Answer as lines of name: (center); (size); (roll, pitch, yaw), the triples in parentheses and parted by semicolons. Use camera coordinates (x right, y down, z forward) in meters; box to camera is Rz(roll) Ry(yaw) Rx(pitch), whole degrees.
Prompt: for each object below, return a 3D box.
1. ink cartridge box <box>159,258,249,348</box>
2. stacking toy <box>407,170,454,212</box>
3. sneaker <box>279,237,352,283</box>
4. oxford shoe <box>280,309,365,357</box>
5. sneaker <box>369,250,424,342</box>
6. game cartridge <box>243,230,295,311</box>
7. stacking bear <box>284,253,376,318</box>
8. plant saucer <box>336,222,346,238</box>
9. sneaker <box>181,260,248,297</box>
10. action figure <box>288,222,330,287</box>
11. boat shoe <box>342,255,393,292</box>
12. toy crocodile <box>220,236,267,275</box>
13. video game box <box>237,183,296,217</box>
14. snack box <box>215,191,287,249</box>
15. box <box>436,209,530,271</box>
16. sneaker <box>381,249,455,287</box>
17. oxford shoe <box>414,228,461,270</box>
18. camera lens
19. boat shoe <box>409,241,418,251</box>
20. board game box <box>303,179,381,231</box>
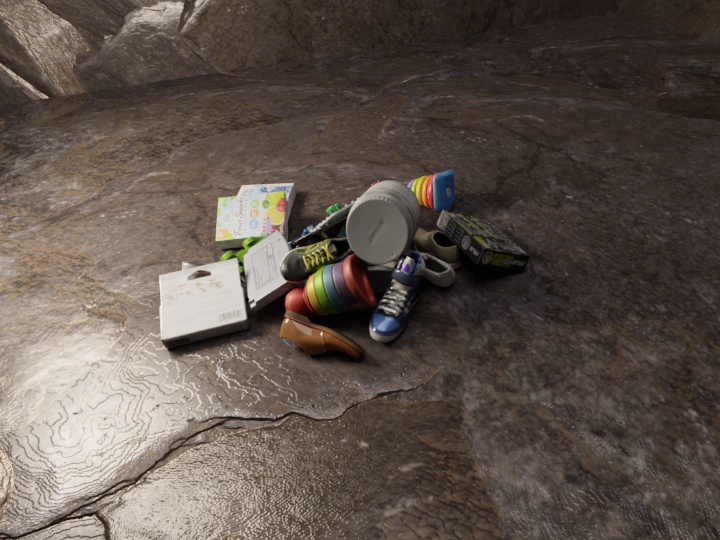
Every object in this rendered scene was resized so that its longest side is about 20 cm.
ink cartridge box: (-0.368, 0.073, 1.258); (0.194, 0.044, 0.177); (-12, 56, -8)
stacking toy: (0.176, -0.234, 1.592); (0.196, 0.113, 0.115); (8, 22, 37)
sneaker: (-0.098, -0.036, 1.235); (0.197, 0.076, 0.084); (-27, 0, -38)
oxford shoe: (-0.083, 0.152, 1.149); (0.195, 0.071, 0.073); (19, 80, 18)
sneaker: (0.081, 0.042, 1.178); (0.079, 0.150, 0.200); (21, 42, 21)
game cartridge: (-0.217, -0.005, 1.299); (0.132, 0.041, 0.202); (-33, 41, 11)
stacking bear: (-0.081, 0.053, 1.210); (0.196, 0.113, 0.125); (-23, 67, 19)
plant saucer: (0.018, -0.123, 1.458); (0.199, 0.039, 0.203); (-37, 23, 18)
sneaker: (-0.352, 0.040, 1.331); (0.194, 0.083, 0.070); (17, 5, 0)
action figure: (-0.151, -0.031, 1.396); (0.196, 0.106, 0.195); (-23, 22, 27)
boat shoe: (0.000, 0.000, 1.317); (0.193, 0.072, 0.092); (-3, 38, 7)
toy crocodile: (-0.310, -0.030, 1.423); (0.068, 0.062, 0.199); (50, 53, 1)
video game box: (-0.301, -0.201, 1.657); (0.176, 0.048, 0.203); (-4, 37, 7)
snack box: (-0.306, -0.143, 1.529); (0.193, 0.053, 0.146); (-5, 62, 2)
box: (0.303, -0.076, 1.341); (0.156, 0.045, 0.201); (6, 29, -30)
sneaker: (0.130, -0.020, 1.284); (0.194, 0.089, 0.077); (13, 77, 17)
oxford shoe: (0.189, -0.079, 1.390); (0.070, 0.076, 0.199); (-27, 41, -27)
camera lens: (0.056, -0.115, 1.248); (0.155, 0.165, 0.200); (3, 19, 13)
boat shoe: (0.104, -0.074, 1.405); (0.070, 0.066, 0.202); (-13, 38, -12)
board game box: (-0.048, -0.168, 1.480); (0.198, 0.026, 0.199); (-33, 1, -32)
